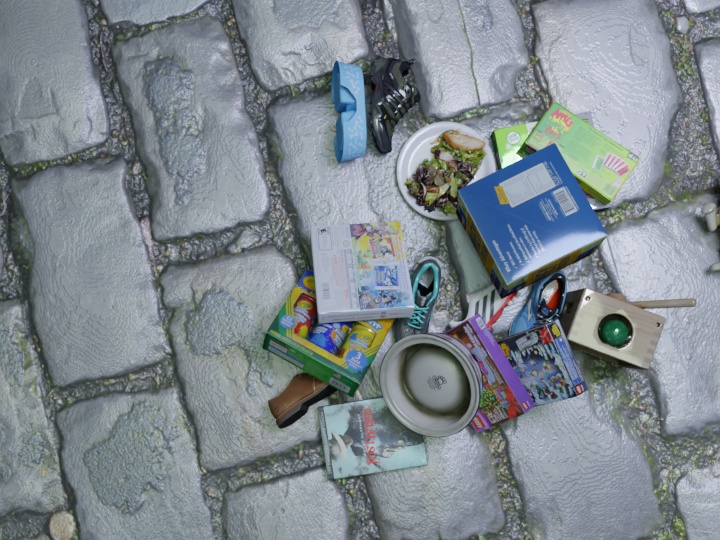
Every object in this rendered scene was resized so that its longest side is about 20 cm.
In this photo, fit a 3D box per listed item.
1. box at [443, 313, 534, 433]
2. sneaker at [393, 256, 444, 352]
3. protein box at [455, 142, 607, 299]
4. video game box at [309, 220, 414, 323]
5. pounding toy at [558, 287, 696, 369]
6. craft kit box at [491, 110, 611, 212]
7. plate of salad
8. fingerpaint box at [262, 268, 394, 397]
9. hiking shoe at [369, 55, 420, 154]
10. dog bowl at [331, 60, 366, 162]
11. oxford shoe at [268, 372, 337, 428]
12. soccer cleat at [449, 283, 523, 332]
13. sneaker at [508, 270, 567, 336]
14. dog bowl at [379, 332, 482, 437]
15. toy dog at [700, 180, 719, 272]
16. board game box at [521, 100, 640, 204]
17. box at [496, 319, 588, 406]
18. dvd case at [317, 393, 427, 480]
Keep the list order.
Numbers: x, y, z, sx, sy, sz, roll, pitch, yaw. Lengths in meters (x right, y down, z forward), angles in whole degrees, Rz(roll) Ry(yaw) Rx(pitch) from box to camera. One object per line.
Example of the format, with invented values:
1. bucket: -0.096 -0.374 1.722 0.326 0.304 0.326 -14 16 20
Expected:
1. box: 0.223 0.198 1.499 0.039 0.137 0.201 -26 83 -43
2. sneaker: 0.111 0.066 1.530 0.077 0.091 0.201 13 86 4
3. protein box: 0.309 -0.088 1.459 0.199 0.135 0.199 -26 76 0
4. video game box: 0.000 0.000 1.512 0.181 0.047 0.201 -4 59 -4
5. pounding toy: 0.479 0.094 1.461 0.183 0.200 0.143 20 86 3
6. craft kit box: 0.378 -0.200 1.568 0.199 0.049 0.199 -11 83 1
7. plate of salad: 0.172 -0.200 1.571 0.199 0.048 0.201 0 86 1
8. fingerpaint box: -0.059 0.117 1.506 0.199 0.073 0.167 29 56 4
9. hiking shoe: 0.069 -0.332 1.570 0.100 0.076 0.201 0 85 5
10. dog bowl: -0.023 -0.314 1.559 0.049 0.111 0.201 -3 85 -11
11. oxford shoe: -0.094 0.221 1.539 0.200 0.071 0.071 -33 66 -6
12. soccer cleat: 0.254 0.054 1.540 0.085 0.069 0.200 36 88 12
13. sneaker: 0.344 0.087 1.521 0.078 0.090 0.201 19 89 3
14. dog bowl: 0.139 0.205 1.472 0.199 0.074 0.201 7 105 26
15. toy dog: 0.753 -0.112 1.503 0.193 0.140 0.201 -8 85 -12
16. board game box: 0.424 -0.227 1.524 0.200 0.048 0.102 35 87 4
17. box: 0.313 0.184 1.471 0.040 0.200 0.138 -18 82 -38
18. dvd case: 0.024 0.324 1.548 0.199 0.022 0.147 -8 85 2
